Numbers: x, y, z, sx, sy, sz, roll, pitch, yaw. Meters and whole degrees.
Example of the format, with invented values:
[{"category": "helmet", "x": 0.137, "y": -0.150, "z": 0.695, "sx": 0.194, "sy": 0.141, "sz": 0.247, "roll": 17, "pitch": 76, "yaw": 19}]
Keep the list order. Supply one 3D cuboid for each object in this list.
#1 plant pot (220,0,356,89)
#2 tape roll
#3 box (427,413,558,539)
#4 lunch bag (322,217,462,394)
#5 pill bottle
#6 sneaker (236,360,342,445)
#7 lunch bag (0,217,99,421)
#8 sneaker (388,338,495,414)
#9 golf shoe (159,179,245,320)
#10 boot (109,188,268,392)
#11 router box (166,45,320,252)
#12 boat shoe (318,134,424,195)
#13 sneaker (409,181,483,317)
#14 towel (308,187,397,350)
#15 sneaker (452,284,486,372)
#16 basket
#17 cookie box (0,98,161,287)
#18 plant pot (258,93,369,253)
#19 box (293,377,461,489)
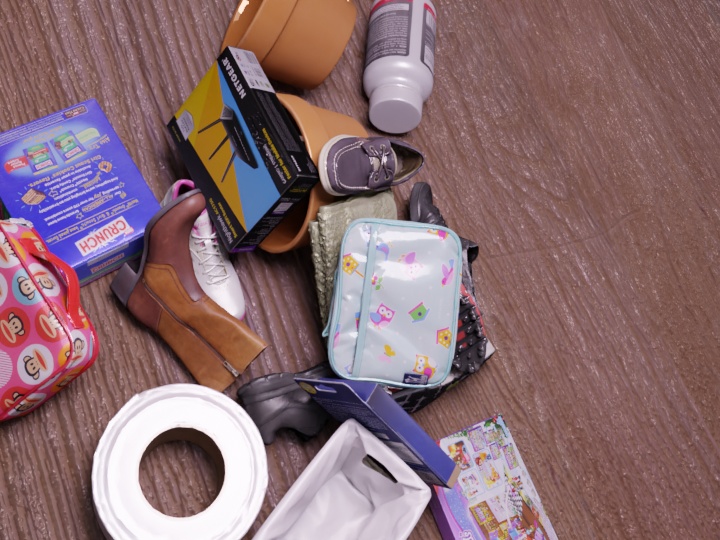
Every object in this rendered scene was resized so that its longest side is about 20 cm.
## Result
[{"category": "plant pot", "x": -0.097, "y": -0.357, "z": 1.191, "sx": 0.138, "sy": 0.199, "sz": 0.204, "roll": 26, "pitch": 59, "yaw": -22}, {"category": "tape roll", "x": -0.208, "y": 0.236, "z": 0.947, "sx": 0.197, "sy": 0.071, "sz": 0.207, "roll": 7, "pitch": 65, "yaw": -15}, {"category": "box", "x": 0.162, "y": 0.303, "z": 1.056, "sx": 0.134, "sy": 0.039, "sz": 0.204, "roll": -15, "pitch": 72, "yaw": -24}, {"category": "lunch bag", "x": 0.037, "y": 0.042, "z": 0.986, "sx": 0.156, "sy": 0.077, "sz": 0.206, "roll": 7, "pitch": 90, "yaw": -6}, {"category": "pill bottle", "x": 0.060, "y": -0.318, "z": 1.268, "sx": 0.108, "sy": 0.111, "sz": 0.205, "roll": 12, "pitch": 63, "yaw": -12}, {"category": "sneaker", "x": -0.055, "y": 0.163, "z": 1.040, "sx": 0.195, "sy": 0.076, "sz": 0.093, "roll": -12, "pitch": 82, "yaw": -19}, {"category": "lunch bag", "x": -0.389, "y": 0.047, "z": 0.923, "sx": 0.175, "sy": 0.082, "sz": 0.202, "roll": -35, "pitch": 82, "yaw": 10}, {"category": "sneaker", "x": 0.091, "y": 0.124, "z": 1.104, "sx": 0.198, "sy": 0.077, "sz": 0.086, "roll": -24, "pitch": 70, "yaw": -37}, {"category": "golf shoe", "x": -0.203, "y": -0.024, "z": 1.057, "sx": 0.074, "sy": 0.092, "sz": 0.203, "roll": -23, "pitch": 76, "yaw": -27}, {"category": "boot", "x": -0.190, "y": 0.029, "z": 0.997, "sx": 0.200, "sy": 0.068, "sz": 0.189, "roll": 43, "pitch": 105, "yaw": 7}, {"category": "router box", "x": -0.148, "y": -0.148, "z": 1.022, "sx": 0.051, "sy": 0.149, "sz": 0.203, "roll": -3, "pitch": 57, "yaw": -52}, {"category": "boat shoe", "x": 0.018, "y": -0.135, "z": 1.028, "sx": 0.199, "sy": 0.063, "sz": 0.074, "roll": -16, "pitch": 103, "yaw": -59}, {"category": "sneaker", "x": 0.122, "y": -0.032, "z": 1.165, "sx": 0.102, "sy": 0.060, "sz": 0.205, "roll": -3, "pitch": 69, "yaw": 18}, {"category": "towel", "x": 0.000, "y": 0.000, "z": 1.066, "sx": 0.147, "sy": 0.036, "sz": 0.205, "roll": -24, "pitch": 118, "yaw": -41}, {"category": "sneaker", "x": 0.107, "y": 0.035, "z": 1.080, "sx": 0.070, "sy": 0.098, "sz": 0.204, "roll": -28, "pitch": 87, "yaw": 6}, {"category": "basket", "x": -0.034, "y": 0.298, "z": 0.946, "sx": 0.135, "sy": 0.124, "sz": 0.200, "roll": 40, "pitch": 60, "yaw": 4}, {"category": "cookie box", "x": -0.365, "y": -0.091, "z": 1.042, "sx": 0.169, "sy": 0.075, "sz": 0.202, "roll": -28, "pitch": 77, "yaw": -27}, {"category": "plant pot", "x": -0.071, "y": -0.135, "z": 1.105, "sx": 0.138, "sy": 0.200, "sz": 0.203, "roll": -12, "pitch": 69, "yaw": -39}, {"category": "box", "x": 0.019, "y": 0.181, "z": 0.974, "sx": 0.200, "sy": 0.120, "sz": 0.033, "roll": 47, "pitch": 63, "yaw": -25}]
